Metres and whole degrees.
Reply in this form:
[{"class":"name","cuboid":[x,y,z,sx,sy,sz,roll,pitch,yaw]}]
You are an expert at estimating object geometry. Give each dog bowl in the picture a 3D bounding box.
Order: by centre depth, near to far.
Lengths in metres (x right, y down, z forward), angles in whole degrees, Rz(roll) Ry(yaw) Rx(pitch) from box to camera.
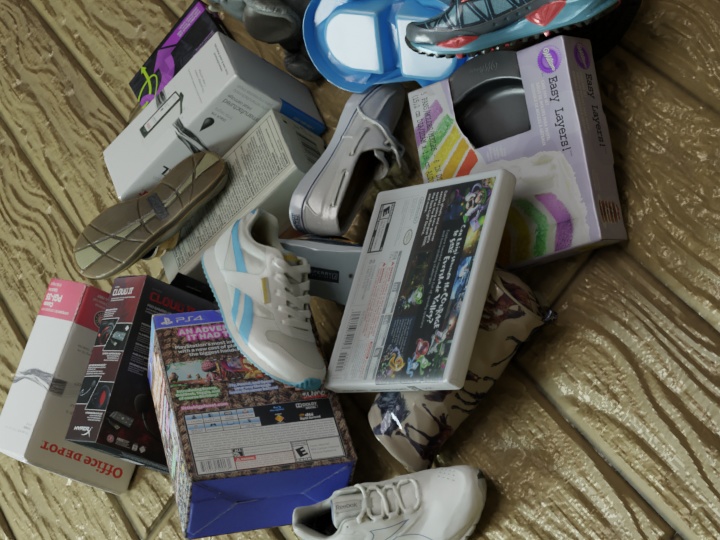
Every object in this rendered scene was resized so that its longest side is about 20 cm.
[{"class":"dog bowl","cuboid":[0.039,-0.233,1.599,0.199,0.112,0.050,11,34,29]}]

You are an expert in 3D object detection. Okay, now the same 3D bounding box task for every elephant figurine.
[{"class":"elephant figurine","cuboid":[-0.095,-0.299,1.739,0.155,0.200,0.142,-45,44,18]}]

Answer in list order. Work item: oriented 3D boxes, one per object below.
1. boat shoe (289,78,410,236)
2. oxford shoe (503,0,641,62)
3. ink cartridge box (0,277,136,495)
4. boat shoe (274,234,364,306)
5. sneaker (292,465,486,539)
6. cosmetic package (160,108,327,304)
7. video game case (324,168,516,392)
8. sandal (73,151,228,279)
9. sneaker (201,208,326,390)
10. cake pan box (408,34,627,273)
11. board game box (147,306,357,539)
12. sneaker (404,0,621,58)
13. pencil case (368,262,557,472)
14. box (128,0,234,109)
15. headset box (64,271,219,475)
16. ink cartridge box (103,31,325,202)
[{"class":"boat shoe","cuboid":[0.011,-0.115,1.617,0.086,0.075,0.202,14,56,32]},{"class":"oxford shoe","cuboid":[0.181,-0.223,1.522,0.200,0.073,0.085,-40,44,23]},{"class":"ink cartridge box","cuboid":[-0.299,0.127,1.757,0.083,0.146,0.201,8,75,48]},{"class":"boat shoe","cuboid":[0.000,0.000,1.589,0.200,0.091,0.071,14,106,21]},{"class":"sneaker","cuboid":[0.024,0.220,1.432,0.200,0.087,0.075,-27,51,31]},{"class":"cosmetic package","cuboid":[-0.121,-0.063,1.725,0.200,0.087,0.104,-41,47,21]},{"class":"video game case","cuboid":[0.052,0.013,1.440,0.182,0.023,0.201,-8,61,53]},{"class":"sandal","cuboid":[-0.218,-0.050,1.715,0.200,0.054,0.080,-35,51,6]},{"class":"sneaker","cuboid":[-0.082,0.027,1.508,0.081,0.076,0.200,-46,54,21]},{"class":"cake pan box","cuboid":[0.141,-0.101,1.468,0.184,0.052,0.201,-15,80,37]},{"class":"board game box","cuboid":[-0.108,0.139,1.535,0.097,0.159,0.200,102,157,-46]},{"class":"sneaker","cuboid":[0.130,-0.252,1.443,0.199,0.079,0.096,-13,101,18]},{"class":"pencil case","cuboid":[0.088,0.089,1.440,0.200,0.089,0.078,-52,39,14]},{"class":"box","cuboid":[-0.198,-0.221,1.924,0.143,0.036,0.200,-49,44,14]},{"class":"headset box","cuboid":[-0.201,0.104,1.666,0.075,0.148,0.201,-5,65,53]},{"class":"ink cartridge box","cuboid":[-0.162,-0.142,1.764,0.200,0.146,0.084,-44,46,21]}]
